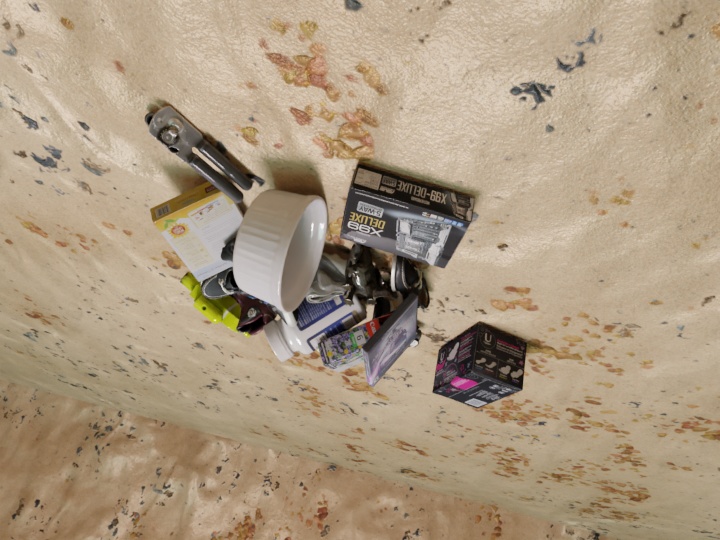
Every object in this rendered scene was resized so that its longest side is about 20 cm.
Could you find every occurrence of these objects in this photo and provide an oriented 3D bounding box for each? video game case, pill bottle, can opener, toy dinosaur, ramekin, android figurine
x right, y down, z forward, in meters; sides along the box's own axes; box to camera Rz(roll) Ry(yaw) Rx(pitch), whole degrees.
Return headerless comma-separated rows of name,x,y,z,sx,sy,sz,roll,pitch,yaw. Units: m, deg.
video game case,0.059,0.138,1.172,0.019,0.143,0.201,37,161,20
pill bottle,-0.094,0.098,1.240,0.197,0.112,0.112,-31,144,-2
can opener,-0.265,-0.191,1.002,0.200,0.054,0.067,42,175,-39
toy dinosaur,0.000,0.000,1.147,0.075,0.103,0.202,-13,128,25
ramekin,-0.136,-0.040,1.038,0.096,0.203,0.202,17,153,12
android figurine,-0.319,0.077,1.389,0.199,0.041,0.182,42,-174,-5

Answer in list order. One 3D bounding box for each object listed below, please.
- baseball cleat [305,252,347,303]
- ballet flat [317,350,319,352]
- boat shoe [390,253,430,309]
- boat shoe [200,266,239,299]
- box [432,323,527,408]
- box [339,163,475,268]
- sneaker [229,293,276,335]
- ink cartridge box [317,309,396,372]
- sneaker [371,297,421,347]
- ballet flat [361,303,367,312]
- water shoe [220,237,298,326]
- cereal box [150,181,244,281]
baseball cleat,-0.113,-0.001,1.175,0.195,0.108,0.070,15,156,9
ballet flat,-0.087,0.147,1.382,0.069,0.067,0.200,-12,-166,-10
boat shoe,0.096,0.023,1.153,0.059,0.075,0.201,7,153,15
boat shoe,-0.259,0.012,1.259,0.198,0.061,0.076,-31,119,24
box,0.265,0.219,1.368,0.130,0.117,0.200,20,152,-11
box,0.070,-0.085,1.000,0.195,0.051,0.158,16,152,-2
sneaker,-0.253,0.076,1.315,0.197,0.117,0.076,7,148,39
ink cartridge box,0.022,0.140,1.222,0.196,0.051,0.109,-23,160,8
sneaker,0.084,0.115,1.344,0.112,0.077,0.201,3,155,-3
ballet flat,-0.038,0.111,1.406,0.062,0.067,0.200,45,146,4
water shoe,-0.191,0.027,1.162,0.078,0.072,0.203,-29,97,9
cereal box,-0.282,-0.072,1.138,0.141,0.040,0.201,-25,147,-5
